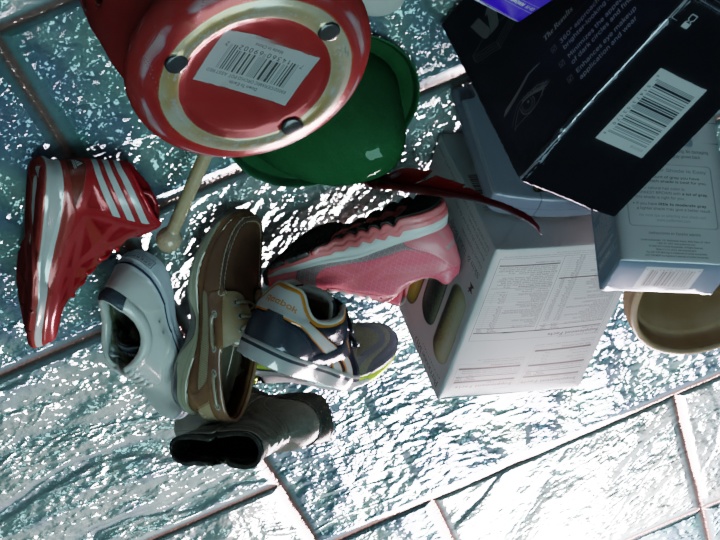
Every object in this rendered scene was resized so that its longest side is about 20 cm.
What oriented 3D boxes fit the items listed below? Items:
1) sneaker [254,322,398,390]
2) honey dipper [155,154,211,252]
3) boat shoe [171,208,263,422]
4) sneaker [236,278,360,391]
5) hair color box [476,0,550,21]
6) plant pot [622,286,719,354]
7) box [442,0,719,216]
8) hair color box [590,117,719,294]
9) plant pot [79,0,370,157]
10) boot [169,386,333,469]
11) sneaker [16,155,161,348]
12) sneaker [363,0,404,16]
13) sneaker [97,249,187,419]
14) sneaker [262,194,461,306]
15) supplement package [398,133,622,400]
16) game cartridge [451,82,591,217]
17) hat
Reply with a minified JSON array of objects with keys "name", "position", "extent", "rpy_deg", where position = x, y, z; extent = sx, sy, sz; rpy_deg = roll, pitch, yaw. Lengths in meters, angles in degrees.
[{"name":"sneaker","position":[-0.051,0.064,1.623],"extent":[0.200,0.074,0.081],"rpy_deg":[-1,133,-27]},{"name":"honey dipper","position":[-0.130,-0.095,1.413],"extent":[0.038,0.038,0.200],"rpy_deg":[8,124,-32]},{"name":"boat shoe","position":[-0.112,0.044,1.523],"extent":[0.076,0.072,0.200],"rpy_deg":[-11,118,-49]},{"name":"sneaker","position":[-0.040,0.057,1.510],"extent":[0.079,0.078,0.200],"rpy_deg":[-67,162,-1]},{"name":"hair color box","position":[0.164,-0.284,1.258],"extent":[0.065,0.109,0.200],"rpy_deg":[19,144,-38]},{"name":"plant pot","position":[0.346,-0.014,1.700],"extent":[0.201,0.093,0.201],"rpy_deg":[-13,139,-12]},{"name":"box","position":[0.193,-0.188,1.349],"extent":[0.117,0.200,0.197],"rpy_deg":[19,126,-38]},{"name":"hair color box","position":[0.246,-0.083,1.426],"extent":[0.099,0.200,0.061],"rpy_deg":[3,154,-9]},{"name":"plant pot","position":[-0.100,-0.193,1.227],"extent":[0.200,0.183,0.200],"rpy_deg":[-12,141,-10]},{"name":"boot","position":[-0.135,0.150,1.598],"extent":[0.200,0.068,0.131],"rpy_deg":[-7,-176,40]},{"name":"sneaker","position":[-0.228,-0.012,1.449],"extent":[0.115,0.078,0.200],"rpy_deg":[-3,138,-20]},{"name":"sneaker","position":[0.018,-0.257,1.284],"extent":[0.073,0.085,0.200],"rpy_deg":[-15,141,-12]},{"name":"sneaker","position":[-0.201,0.071,1.545],"extent":[0.071,0.073,0.200],"rpy_deg":[-46,142,-33]},{"name":"sneaker","position":[0.000,0.000,1.513],"extent":[0.200,0.074,0.087],"rpy_deg":[-17,107,32]},{"name":"supplement package","position":[0.139,-0.005,1.566],"extent":[0.151,0.152,0.200],"rpy_deg":[-4,137,-21]},{"name":"game cartridge","position":[0.190,-0.114,1.484],"extent":[0.200,0.133,0.042],"rpy_deg":[-9,160,-15]},{"name":"hat","position":[0.003,-0.083,1.396],"extent":[0.200,0.176,0.166],"rpy_deg":[-31,140,10]}]
